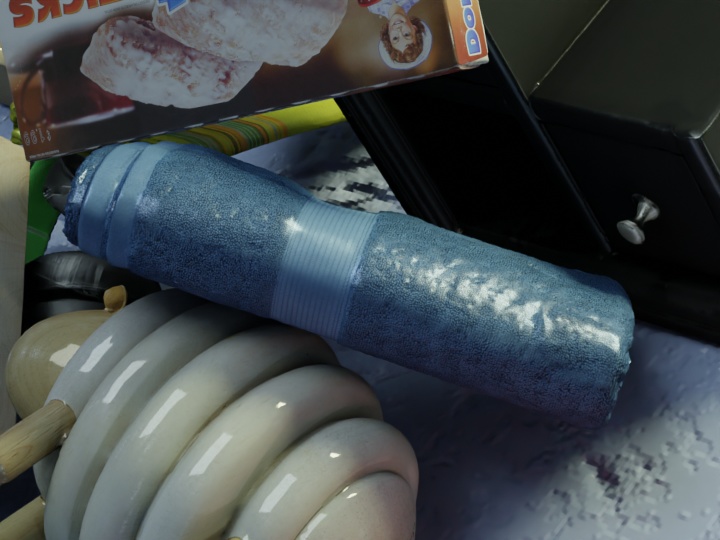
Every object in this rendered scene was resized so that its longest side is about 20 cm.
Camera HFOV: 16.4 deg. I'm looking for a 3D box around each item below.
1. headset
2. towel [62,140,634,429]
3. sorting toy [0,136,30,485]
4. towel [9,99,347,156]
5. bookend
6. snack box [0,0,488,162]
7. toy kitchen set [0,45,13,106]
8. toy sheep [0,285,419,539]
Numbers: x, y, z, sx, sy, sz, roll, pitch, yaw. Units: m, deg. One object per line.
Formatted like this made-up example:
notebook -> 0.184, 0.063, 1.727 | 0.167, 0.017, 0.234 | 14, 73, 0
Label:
headset -> -0.116, -0.013, 1.034 | 0.200, 0.094, 0.124 | 2, 74, 58
towel -> 0.000, 0.000, 0.870 | 0.112, 0.199, 0.049 | -41, -30, -85
sorting toy -> -0.220, 0.059, 1.014 | 0.200, 0.069, 0.199 | -47, 29, 28
towel -> -0.054, -0.066, 1.030 | 0.086, 0.018, 0.200 | 16, 18, 25
bookend -> 0.078, -0.081, 0.899 | 0.200, 0.199, 0.092 | 18, 60, 46
snack box -> -0.048, -0.089, 0.881 | 0.199, 0.072, 0.024 | -9, 3, 36
toy kitchen set -> -0.130, -0.198, 1.188 | 0.181, 0.200, 0.163 | -47, 38, -17
toy sheep -> -0.049, 0.078, 0.877 | 0.200, 0.138, 0.138 | 37, 73, 23
